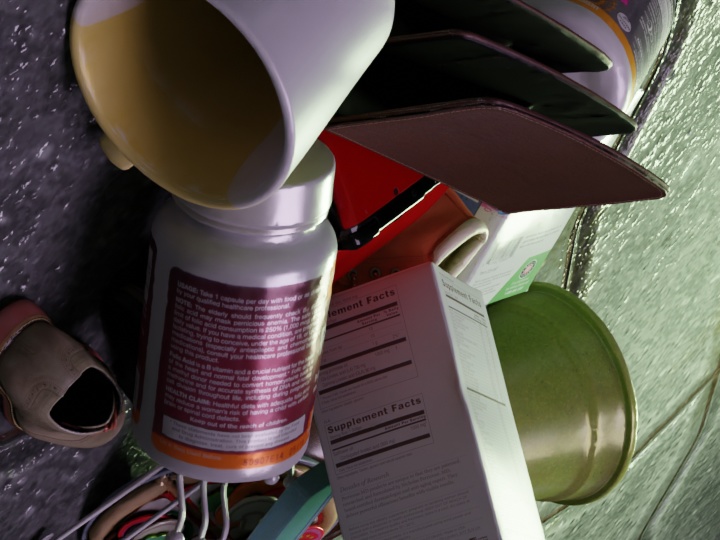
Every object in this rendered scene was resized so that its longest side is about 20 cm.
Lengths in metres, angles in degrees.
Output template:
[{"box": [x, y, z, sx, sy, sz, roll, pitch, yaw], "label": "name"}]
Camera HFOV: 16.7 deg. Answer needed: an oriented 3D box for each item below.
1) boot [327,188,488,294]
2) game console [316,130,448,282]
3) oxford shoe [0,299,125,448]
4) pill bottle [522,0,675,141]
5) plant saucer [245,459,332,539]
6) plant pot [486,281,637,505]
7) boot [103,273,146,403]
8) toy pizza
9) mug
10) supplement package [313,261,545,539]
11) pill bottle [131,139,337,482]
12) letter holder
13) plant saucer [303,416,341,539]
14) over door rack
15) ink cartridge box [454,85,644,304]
[{"box": [0.000, 0.000, 1.742, 0.200, 0.107, 0.075, -41, 160, -22], "label": "boot"}, {"box": [0.002, -0.080, 1.598, 0.200, 0.118, 0.173, -37, 114, -45], "label": "game console"}, {"box": [-0.182, 0.085, 1.539, 0.071, 0.075, 0.200, -50, 160, -5], "label": "oxford shoe"}, {"box": [0.156, -0.174, 1.713, 0.200, 0.116, 0.117, -57, 172, -53], "label": "pill bottle"}, {"box": [-0.065, 0.195, 1.742, 0.070, 0.019, 0.200, -31, 162, -46], "label": "plant saucer"}, {"box": [0.101, 0.128, 2.081, 0.184, 0.200, 0.201, -17, 142, -39], "label": "plant pot"}, {"box": [-0.094, 0.031, 1.648, 0.151, 0.073, 0.200, -44, 153, -19], "label": "boot"}, {"box": [-0.105, 0.192, 1.794, 0.199, 0.032, 0.201, -10, 148, -6], "label": "toy pizza"}, {"box": [-0.072, -0.138, 1.368, 0.153, 0.186, 0.150, -46, 128, -39], "label": "mug"}, {"box": [0.041, 0.112, 1.661, 0.109, 0.201, 0.114, -19, 162, 17], "label": "supplement package"}, {"box": [-0.075, 0.017, 1.490, 0.114, 0.114, 0.201, -26, 133, -49], "label": "pill bottle"}, {"box": [0.094, -0.112, 1.505, 0.200, 0.142, 0.101, 22, 71, -48], "label": "letter holder"}, {"box": [-0.064, 0.168, 1.834, 0.199, 0.032, 0.201, -10, 149, -6], "label": "plant saucer"}, {"box": [-0.143, 0.171, 1.644, 0.199, 0.067, 0.148, -24, 168, 5], "label": "over door rack"}, {"box": [0.114, -0.076, 1.881, 0.145, 0.087, 0.201, -16, 141, -58], "label": "ink cartridge box"}]
